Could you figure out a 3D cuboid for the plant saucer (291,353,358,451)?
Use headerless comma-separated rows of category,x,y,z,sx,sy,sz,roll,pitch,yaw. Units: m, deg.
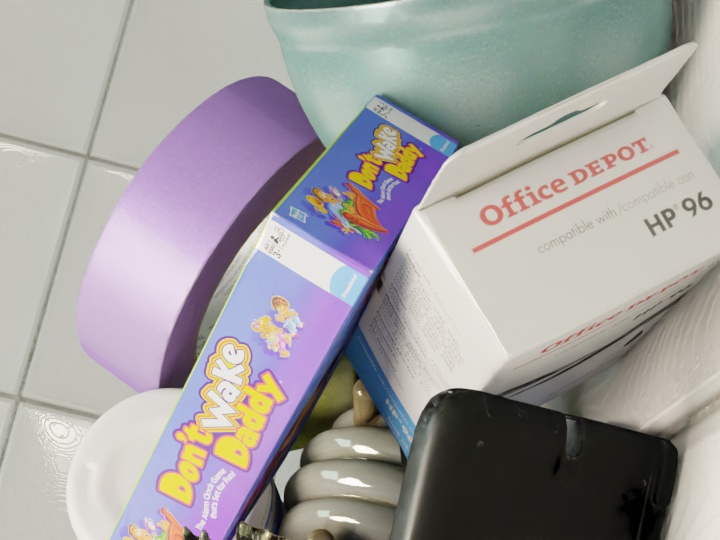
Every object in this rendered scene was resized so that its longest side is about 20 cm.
plant saucer,0.000,0.000,0.887,0.200,0.048,0.201,87,-157,-70

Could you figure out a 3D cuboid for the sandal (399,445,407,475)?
sandal,0.048,0.069,0.761,0.201,0.054,0.082,64,144,17

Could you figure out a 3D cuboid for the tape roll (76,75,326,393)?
tape roll,-0.080,-0.013,0.909,0.200,0.065,0.200,-51,-16,-21

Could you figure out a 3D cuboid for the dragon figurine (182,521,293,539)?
dragon figurine,-0.049,0.149,0.551,0.200,0.059,0.100,-24,44,63

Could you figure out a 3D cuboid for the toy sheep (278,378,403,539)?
toy sheep,0.014,0.145,0.849,0.138,0.137,0.201,113,179,-62

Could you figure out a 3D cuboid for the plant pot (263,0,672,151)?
plant pot,0.062,-0.089,0.750,0.200,0.198,0.135,-92,-9,-72

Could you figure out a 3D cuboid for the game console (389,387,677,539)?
game console,0.046,0.153,0.601,0.116,0.175,0.202,6,82,56

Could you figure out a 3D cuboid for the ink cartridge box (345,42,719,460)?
ink cartridge box,0.072,0.003,0.602,0.068,0.115,0.200,59,161,14

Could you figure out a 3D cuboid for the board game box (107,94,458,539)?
board game box,-0.035,0.036,0.660,0.201,0.045,0.135,-61,-3,30

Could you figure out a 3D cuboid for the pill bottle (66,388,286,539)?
pill bottle,-0.097,0.159,0.899,0.200,0.111,0.113,79,-161,-60

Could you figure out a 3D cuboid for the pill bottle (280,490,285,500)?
pill bottle,-0.017,0.244,1.014,0.201,0.111,0.113,-81,7,-45
